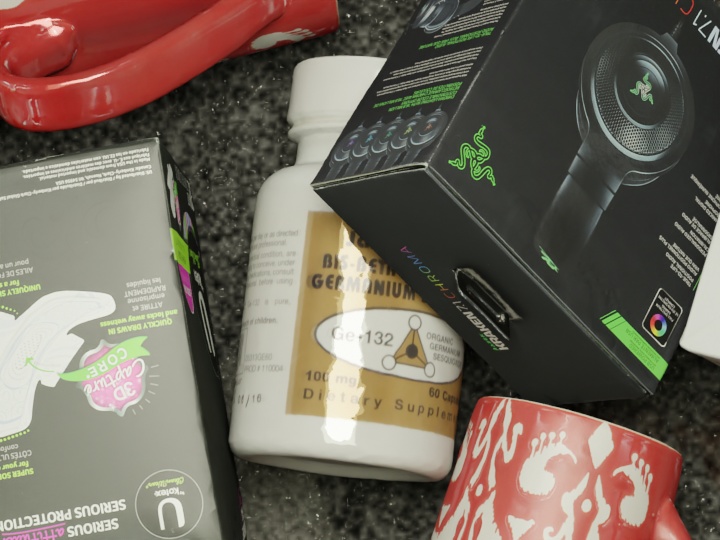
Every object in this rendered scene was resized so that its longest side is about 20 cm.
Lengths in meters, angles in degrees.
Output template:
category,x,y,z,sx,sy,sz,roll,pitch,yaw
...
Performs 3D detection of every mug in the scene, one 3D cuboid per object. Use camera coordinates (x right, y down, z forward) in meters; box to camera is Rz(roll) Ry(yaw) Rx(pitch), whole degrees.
category,x,y,z,sx,sy,sz,roll,pitch,yaw
mug,0.102,0.179,1.375,0.176,0.133,0.201,17,80,-7
mug,-0.113,-0.136,1.401,0.199,0.134,0.179,-12,65,-3

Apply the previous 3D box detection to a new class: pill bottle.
category,x,y,z,sx,sy,sz,roll,pitch,yaw
pill bottle,0.000,0.000,1.396,0.113,0.114,0.202,6,82,3

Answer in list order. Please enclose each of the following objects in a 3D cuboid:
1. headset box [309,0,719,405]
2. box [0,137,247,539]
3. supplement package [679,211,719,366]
category,x,y,z,sx,sy,sz,roll,pitch,yaw
headset box,0.094,-0.055,1.340,0.174,0.093,0.201,45,60,-25
box,-0.134,0.052,1.381,0.123,0.149,0.202,-9,83,2
supplement package,0.278,-0.016,1.322,0.146,0.200,0.192,14,83,35
